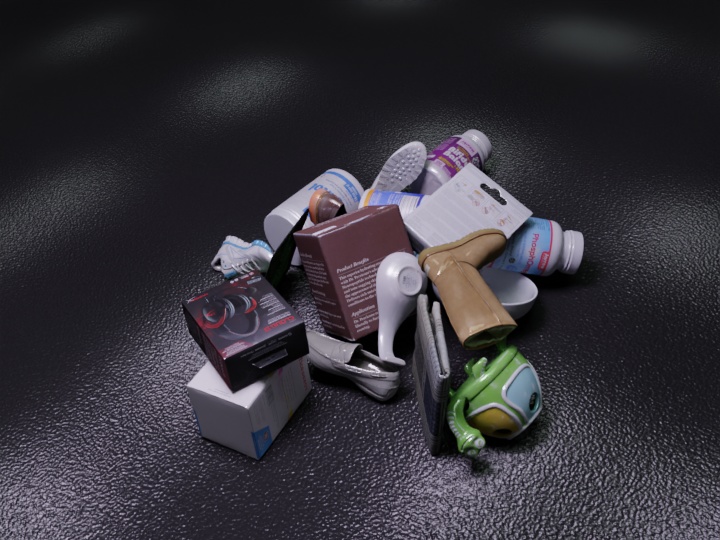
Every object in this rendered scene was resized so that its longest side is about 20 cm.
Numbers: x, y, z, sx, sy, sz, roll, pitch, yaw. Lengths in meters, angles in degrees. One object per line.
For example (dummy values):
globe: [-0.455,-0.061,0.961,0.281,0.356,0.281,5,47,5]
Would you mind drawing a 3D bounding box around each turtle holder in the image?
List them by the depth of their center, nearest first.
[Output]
turtle holder: [0.217,0.205,1.431,0.132,0.141,0.185,48,25,4]

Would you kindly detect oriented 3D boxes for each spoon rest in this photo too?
spoon rest: [0.063,0.066,1.545,0.099,0.061,0.202,18,73,-22]

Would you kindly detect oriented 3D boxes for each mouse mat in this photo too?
mouse mat: [-0.154,-0.012,1.720,0.007,0.201,0.161,28,47,4]

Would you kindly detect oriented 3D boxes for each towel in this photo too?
towel: [0.118,0.167,1.458,0.034,0.194,0.201,-3,40,-6]

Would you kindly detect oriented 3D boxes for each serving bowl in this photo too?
serving bowl: [0.227,0.048,1.661,0.198,0.066,0.200,7,22,-3]

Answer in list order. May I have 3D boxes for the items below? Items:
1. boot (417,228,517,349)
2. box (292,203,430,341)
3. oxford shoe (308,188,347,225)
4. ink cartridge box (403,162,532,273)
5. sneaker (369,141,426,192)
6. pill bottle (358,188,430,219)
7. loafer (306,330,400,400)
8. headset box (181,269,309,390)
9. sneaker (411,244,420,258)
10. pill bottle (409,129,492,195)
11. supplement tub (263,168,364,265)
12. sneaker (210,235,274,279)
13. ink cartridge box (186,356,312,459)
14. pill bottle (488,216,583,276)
boot: [0.205,0.030,1.479,0.174,0.066,0.201,-19,47,-11]
box: [0.000,0.000,1.628,0.165,0.201,0.164,-21,10,-18]
oxford shoe: [-0.050,-0.069,1.761,0.073,0.201,0.071,24,58,29]
ink cartridge box: [0.193,-0.084,1.635,0.162,0.057,0.200,41,59,15]
sneaker: [0.075,-0.212,1.933,0.076,0.200,0.081,32,35,-13]
pill bottle: [0.101,-0.105,1.850,0.198,0.113,0.112,8,42,17]
loafer: [-0.019,0.152,1.556,0.199,0.070,0.070,26,36,13]
headset box: [-0.187,0.099,1.474,0.148,0.075,0.200,-24,41,-21]
sneaker: [0.108,-0.036,1.719,0.077,0.087,0.200,-37,-1,-2]
pill bottle: [0.207,-0.233,1.988,0.112,0.113,0.200,23,49,32]
supplement tub: [-0.091,-0.115,1.877,0.131,0.133,0.200,24,48,32]
sneaker: [-0.235,-0.013,1.816,0.199,0.075,0.087,6,49,50]
ink cartridge box: [-0.179,0.192,1.522,0.124,0.129,0.200,14,43,24]
pill bottle: [0.317,-0.049,1.700,0.198,0.109,0.109,9,40,-3]
